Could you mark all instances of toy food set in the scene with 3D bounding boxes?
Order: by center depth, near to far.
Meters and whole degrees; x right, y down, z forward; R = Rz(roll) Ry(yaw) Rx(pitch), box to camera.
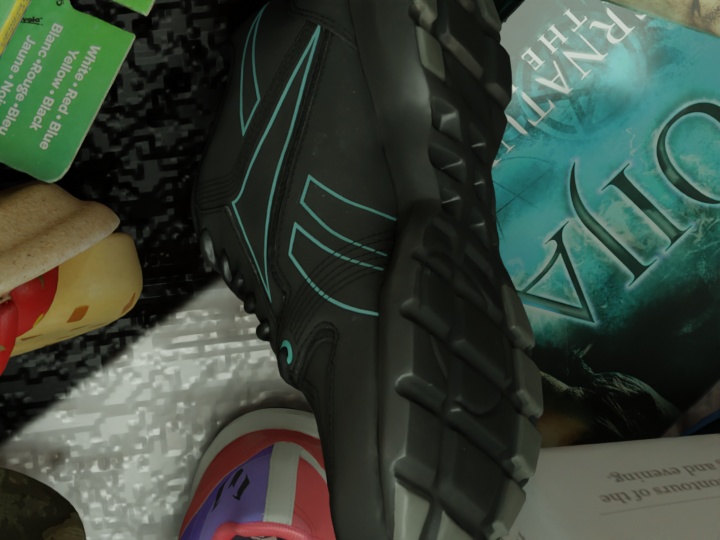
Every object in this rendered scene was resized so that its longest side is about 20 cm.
[{"bbox_3d":[-0.151,0.032,0.750,0.198,0.200,0.049,-23,97,-2],"label":"toy food set"}]

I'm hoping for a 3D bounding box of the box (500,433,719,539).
[{"bbox_3d":[0.136,0.167,0.800,0.199,0.171,0.200,-3,120,-28],"label":"box"}]

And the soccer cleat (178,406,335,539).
[{"bbox_3d":[-0.037,0.143,0.875,0.068,0.073,0.200,10,109,1],"label":"soccer cleat"}]

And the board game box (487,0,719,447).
[{"bbox_3d":[0.086,-0.036,0.860,0.200,0.028,0.135,-45,112,8],"label":"board game box"}]

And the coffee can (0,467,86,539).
[{"bbox_3d":[-0.134,0.175,0.834,0.146,0.146,0.200,-10,113,-7],"label":"coffee can"}]

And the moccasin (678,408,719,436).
[{"bbox_3d":[0.074,0.109,0.892,0.200,0.068,0.080,-44,113,7],"label":"moccasin"}]

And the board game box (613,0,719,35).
[{"bbox_3d":[0.133,-0.144,0.681,0.135,0.028,0.200,15,107,-18],"label":"board game box"}]

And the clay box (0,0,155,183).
[{"bbox_3d":[-0.140,-0.115,0.724,0.200,0.048,0.115,26,77,-4],"label":"clay box"}]

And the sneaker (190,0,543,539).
[{"bbox_3d":[0.000,0.000,0.780,0.079,0.200,0.075,-17,143,24],"label":"sneaker"}]
